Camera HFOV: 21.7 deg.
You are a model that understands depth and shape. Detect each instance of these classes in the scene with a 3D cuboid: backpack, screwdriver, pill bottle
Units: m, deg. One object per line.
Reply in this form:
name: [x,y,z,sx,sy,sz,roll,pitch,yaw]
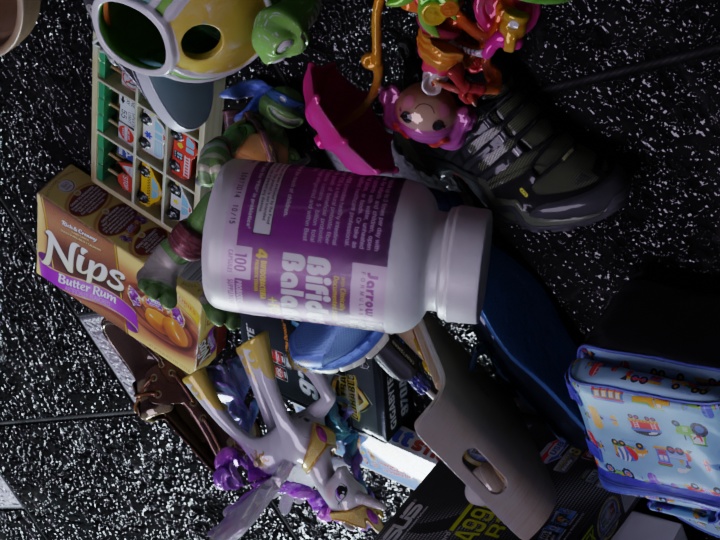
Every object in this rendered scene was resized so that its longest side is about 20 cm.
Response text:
backpack: [0.257,0.119,1.363,0.182,0.135,0.201,12,136,38]
screwdriver: [0.066,0.112,1.594,0.028,0.029,0.200,-37,116,14]
pill bottle: [-0.007,-0.015,1.354,0.198,0.113,0.113,7,134,8]

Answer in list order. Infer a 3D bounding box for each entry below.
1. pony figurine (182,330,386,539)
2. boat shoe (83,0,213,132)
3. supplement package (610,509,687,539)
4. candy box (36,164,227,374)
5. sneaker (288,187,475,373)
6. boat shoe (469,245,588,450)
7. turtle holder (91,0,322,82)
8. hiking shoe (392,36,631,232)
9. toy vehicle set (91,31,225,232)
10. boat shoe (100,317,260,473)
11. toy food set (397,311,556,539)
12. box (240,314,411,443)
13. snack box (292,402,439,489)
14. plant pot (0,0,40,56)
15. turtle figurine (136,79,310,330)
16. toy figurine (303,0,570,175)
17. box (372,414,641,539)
pony figurine: [-0.073,0.162,1.653,0.193,0.166,0.201,-30,90,47]
boat shoe: [-0.187,-0.201,1.517,0.068,0.074,0.200,-15,108,45]
supplement package: [0.182,0.306,1.578,0.190,0.147,0.201,12,142,36]
candy box: [-0.214,0.000,1.767,0.199,0.056,0.117,31,142,16]
sneaker: [0.000,0.000,1.468,0.089,0.079,0.200,21,123,-33]
boat shoe: [0.126,0.071,1.485,0.068,0.084,0.201,-19,109,52]
turtle holder: [-0.117,-0.199,1.416,0.185,0.132,0.141,39,143,9]
hiking shoe: [0.103,-0.099,1.347,0.199,0.076,0.101,23,142,28]
toy vehicle set: [-0.179,-0.124,1.636,0.124,0.027,0.201,31,142,18]
boat shoe: [-0.189,0.120,1.843,0.200,0.072,0.072,47,144,-3]
toy food set: [0.075,0.113,1.487,0.144,0.060,0.200,46,-170,-25]
box: [-0.035,0.043,1.641,0.158,0.046,0.201,22,139,26]
snack box: [0.028,0.164,1.707,0.199,0.024,0.072,22,151,28]
plant pot: [-0.328,-0.285,1.569,0.200,0.093,0.202,27,140,24]
turtle figurine: [-0.082,-0.038,1.490,0.200,0.144,0.195,39,109,21]
toy figurine: [0.037,-0.147,1.291,0.198,0.151,0.185,14,127,0]
box: [0.118,0.202,1.518,0.159,0.200,0.045,13,133,37]
